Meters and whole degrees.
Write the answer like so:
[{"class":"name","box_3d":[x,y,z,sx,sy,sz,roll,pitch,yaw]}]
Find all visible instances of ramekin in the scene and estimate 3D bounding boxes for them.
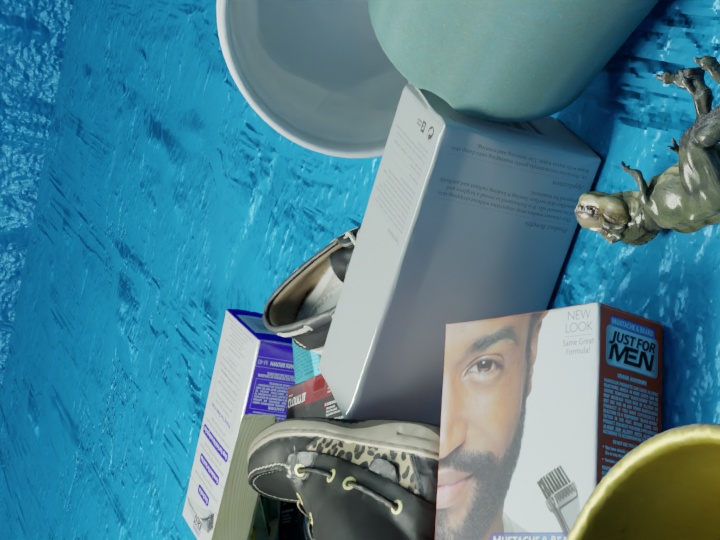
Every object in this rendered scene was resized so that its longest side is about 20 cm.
[{"class":"ramekin","box_3d":[-0.005,-0.190,1.045,0.105,0.198,0.202,-113,37,-68]}]

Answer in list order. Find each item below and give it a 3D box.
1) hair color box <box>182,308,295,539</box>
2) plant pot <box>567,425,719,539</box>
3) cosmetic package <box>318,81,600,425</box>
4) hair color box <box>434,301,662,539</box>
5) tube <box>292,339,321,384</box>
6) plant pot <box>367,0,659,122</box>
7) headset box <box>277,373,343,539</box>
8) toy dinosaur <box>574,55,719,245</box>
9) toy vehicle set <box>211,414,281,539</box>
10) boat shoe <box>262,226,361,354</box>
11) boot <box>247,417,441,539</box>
[{"class":"hair color box","box_3d":[-0.099,0.147,1.310,0.109,0.064,0.202,-147,70,-66]},{"class":"plant pot","box_3d":[0.168,0.163,0.506,0.200,0.141,0.202,-170,90,-68]},{"class":"cosmetic package","box_3d":[0.057,-0.002,0.915,0.081,0.112,0.202,-121,47,-60]},{"class":"hair color box","box_3d":[0.098,0.126,0.780,0.110,0.064,0.202,-11,68,44]},{"class":"tube","box_3d":[-0.029,0.099,1.180,0.077,0.050,0.202,140,132,-57]},{"class":"plant pot","box_3d":[0.097,-0.196,0.805,0.196,0.198,0.202,120,152,-56]},{"class":"headset box","box_3d":[0.000,0.154,1.038,0.149,0.076,0.202,150,127,-63]},{"class":"toy dinosaur","box_3d":[0.174,-0.060,0.734,0.200,0.047,0.089,175,89,-67]},{"class":"toy vehicle set","box_3d":[-0.072,0.221,1.099,0.125,0.026,0.201,-79,-14,-47]},{"class":"boat shoe","box_3d":[0.000,0.000,1.088,0.200,0.060,0.075,-35,47,45]},{"class":"boot","box_3d":[-0.016,0.170,0.882,0.199,0.073,0.152,-8,58,46]}]
